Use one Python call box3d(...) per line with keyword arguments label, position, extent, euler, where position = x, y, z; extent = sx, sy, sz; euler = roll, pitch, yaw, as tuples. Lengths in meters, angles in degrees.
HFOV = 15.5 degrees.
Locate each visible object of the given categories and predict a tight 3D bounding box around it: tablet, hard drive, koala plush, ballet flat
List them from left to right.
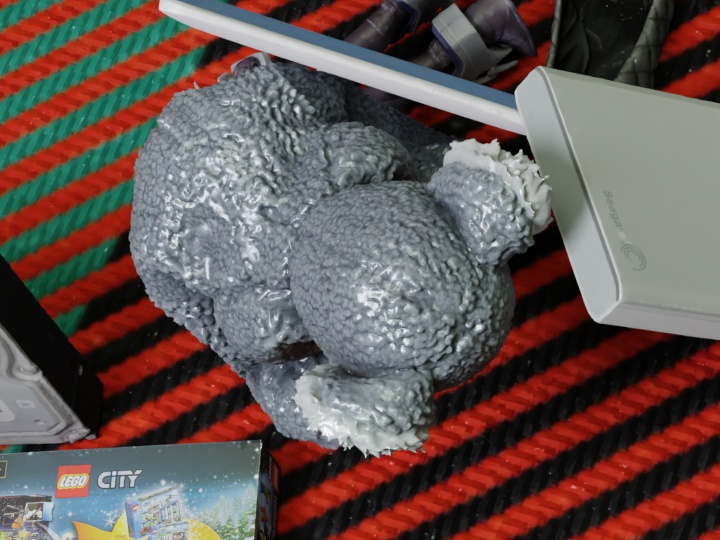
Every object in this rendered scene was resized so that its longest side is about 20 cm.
box3d(label="hard drive", position=(-0.224, 0.035, 1.312), extent=(0.139, 0.200, 0.038), euler=(-2, 64, 14))
box3d(label="tablet", position=(-0.003, -0.102, 1.294), extent=(0.199, 0.130, 0.014), euler=(17, 97, -6))
box3d(label="koala plush", position=(0.000, 0.000, 1.230), extent=(0.178, 0.184, 0.200), euler=(-55, 34, 0))
box3d(label="ballet flat", position=(0.130, -0.133, 1.385), extent=(0.066, 0.057, 0.201), euler=(1, 63, 14))
box3d(label="hard drive", position=(0.173, -0.024, 1.253), extent=(0.026, 0.199, 0.132), euler=(-46, 49, 39))

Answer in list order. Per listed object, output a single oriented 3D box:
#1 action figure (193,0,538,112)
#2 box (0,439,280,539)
box3d(label="action figure", position=(-0.007, -0.089, 1.398), extent=(0.200, 0.069, 0.130), euler=(-38, 66, -2))
box3d(label="box", position=(-0.143, 0.159, 1.316), extent=(0.199, 0.038, 0.137), euler=(-4, 62, 14))
